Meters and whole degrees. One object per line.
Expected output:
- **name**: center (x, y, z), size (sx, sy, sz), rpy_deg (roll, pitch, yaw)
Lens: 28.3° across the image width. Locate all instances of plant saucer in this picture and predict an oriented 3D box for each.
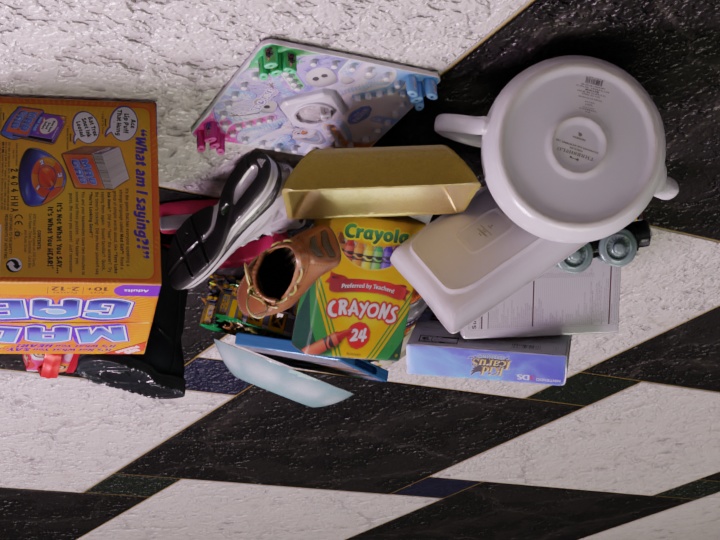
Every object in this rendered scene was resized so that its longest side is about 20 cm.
- **plant saucer**: center (-0.107, 0.142, 1.874), size (0.199, 0.039, 0.201), rpy_deg (21, 174, 2)
- **plant saucer**: center (0.018, -0.093, 1.494), size (0.197, 0.049, 0.200), rpy_deg (-2, 175, -1)

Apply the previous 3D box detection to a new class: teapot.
- **teapot**: center (0.205, -0.119, 1.448), size (0.196, 0.201, 0.146), rpy_deg (-31, 180, -3)

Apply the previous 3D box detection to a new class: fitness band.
- **fitness band**: center (-0.186, -0.042, 1.715), size (0.197, 0.038, 0.144), rpy_deg (-2, 160, -6)

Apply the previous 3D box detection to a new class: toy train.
- **toy train**: center (0.239, -0.055, 1.668), size (0.197, 0.115, 0.085), rpy_deg (-9, -174, 0)

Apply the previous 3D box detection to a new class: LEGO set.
- **LEGO set**: center (-0.124, 0.025, 1.825), size (0.152, 0.117, 0.200), rpy_deg (16, 169, -4)

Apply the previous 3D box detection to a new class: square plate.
- **square plate**: center (0.140, -0.036, 1.550), size (0.197, 0.200, 0.029), rpy_deg (-35, 121, -2)

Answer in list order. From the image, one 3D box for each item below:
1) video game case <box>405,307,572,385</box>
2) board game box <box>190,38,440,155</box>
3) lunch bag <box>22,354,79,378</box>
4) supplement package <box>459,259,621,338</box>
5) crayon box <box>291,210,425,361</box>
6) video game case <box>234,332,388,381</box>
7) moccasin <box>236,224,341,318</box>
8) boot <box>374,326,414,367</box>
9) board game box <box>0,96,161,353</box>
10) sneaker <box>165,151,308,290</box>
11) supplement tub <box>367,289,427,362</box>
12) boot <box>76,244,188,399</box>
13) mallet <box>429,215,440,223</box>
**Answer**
- **video game case**: center (0.169, 0.087, 1.817), size (0.197, 0.046, 0.181), rpy_deg (4, -160, 11)
- **board game box**: center (-0.048, -0.161, 1.466), size (0.198, 0.026, 0.200), rpy_deg (7, 155, -27)
- **lunch bag**: center (-0.357, 0.039, 1.678), size (0.081, 0.178, 0.200), rpy_deg (6, 157, -17)
- **supplement package**: center (0.214, 0.014, 1.782), size (0.197, 0.115, 0.110), rpy_deg (-1, -165, -7)
- **crayon box**: center (0.000, 0.000, 1.652), size (0.126, 0.202, 0.051), rpy_deg (5, -169, -27)
- **video game case**: center (-0.058, 0.111, 1.815), size (0.141, 0.018, 0.200), rpy_deg (7, 170, 19)
- **moccasin**: center (-0.095, 0.009, 1.610), size (0.077, 0.074, 0.201), rpy_deg (-16, 176, -32)
- **boot**: center (0.005, 0.099, 2.007), size (0.198, 0.073, 0.155), rpy_deg (-22, 163, -11)
- **board game box**: center (-0.313, -0.041, 1.465), size (0.197, 0.202, 0.200), rpy_deg (1, 157, -13)
- **sneaker**: center (-0.127, -0.041, 1.616), size (0.115, 0.076, 0.201), rpy_deg (17, 127, -45)
- **supplement tub**: center (0.021, 0.031, 1.815), size (0.121, 0.124, 0.200), rpy_deg (1, 158, -15)
- **boot**: center (-0.260, 0.051, 1.651), size (0.076, 0.170, 0.200), rpy_deg (-8, 163, 21)
- **mallet**: center (0.178, -0.061, 1.748), size (0.198, 0.042, 0.066), rpy_deg (1, 156, -24)
